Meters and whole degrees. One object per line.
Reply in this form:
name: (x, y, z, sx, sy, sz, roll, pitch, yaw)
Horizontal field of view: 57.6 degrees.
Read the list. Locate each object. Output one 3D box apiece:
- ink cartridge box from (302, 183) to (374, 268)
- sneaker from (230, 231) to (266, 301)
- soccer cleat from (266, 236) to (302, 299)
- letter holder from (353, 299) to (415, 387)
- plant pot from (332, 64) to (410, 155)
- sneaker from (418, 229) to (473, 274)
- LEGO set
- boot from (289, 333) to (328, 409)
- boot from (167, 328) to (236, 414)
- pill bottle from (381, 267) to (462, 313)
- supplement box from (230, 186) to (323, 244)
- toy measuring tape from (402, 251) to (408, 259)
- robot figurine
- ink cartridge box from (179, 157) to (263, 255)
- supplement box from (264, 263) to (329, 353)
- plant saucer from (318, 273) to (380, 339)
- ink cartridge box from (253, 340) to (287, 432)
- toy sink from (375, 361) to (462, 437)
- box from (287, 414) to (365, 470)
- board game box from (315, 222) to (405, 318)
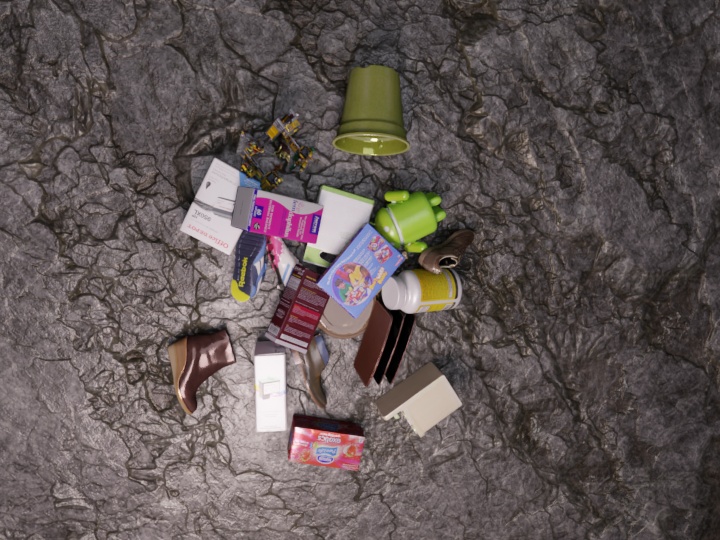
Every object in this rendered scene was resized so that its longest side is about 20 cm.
ink cartridge box: (-0.063, -0.109, 1.718, 0.145, 0.076, 0.204, 15, 97, -11)
sneaker: (-0.281, -0.022, 1.695, 0.073, 0.082, 0.204, 17, 95, 18)
soccer cleat: (-0.191, -0.016, 1.721, 0.085, 0.070, 0.204, -18, 103, -22)
letter holder: (0.072, 0.202, 1.730, 0.099, 0.142, 0.203, 15, 102, -19)
plant pot: (0.032, -0.404, 1.647, 0.196, 0.200, 0.188, 4, 86, -9)
sneaker: (0.244, -0.042, 1.742, 0.198, 0.076, 0.071, -28, 146, -31)
LEGO set: (-0.194, -0.301, 1.615, 0.199, 0.115, 0.155, -35, 94, -35)
boot: (-0.111, 0.268, 1.763, 0.096, 0.075, 0.203, -25, 99, -2)
boot: (-0.405, 0.264, 1.715, 0.163, 0.072, 0.204, -13, 96, -5)
pill bottle: (0.160, 0.053, 1.727, 0.197, 0.112, 0.115, -3, 99, -30)
supplement box: (-0.203, -0.135, 1.614, 0.197, 0.103, 0.103, 9, 94, -36)
toy measuring tape: (0.038, 0.013, 1.731, 0.074, 0.073, 0.200, 46, 79, -12)
robot figurine: (0.123, -0.133, 1.722, 0.197, 0.116, 0.178, -24, 114, -5)
ink cartridge box: (-0.349, -0.161, 1.659, 0.143, 0.084, 0.202, 27, 93, -13)
supplement box: (-0.154, 0.098, 1.684, 0.108, 0.061, 0.203, 26, 86, -39)
plant saucer: (-0.042, 0.088, 1.772, 0.196, 0.029, 0.204, -1, 98, -8)
ink cartridge box: (-0.233, 0.297, 1.710, 0.082, 0.145, 0.204, -1, 98, -7)
toy sink: (0.158, 0.366, 1.791, 0.198, 0.130, 0.113, -35, 102, -4)
box: (-0.095, 0.467, 1.781, 0.196, 0.095, 0.102, 11, 97, -10)
board game box: (0.000, 0.000, 1.660, 0.134, 0.045, 0.201, 42, 83, -10)
